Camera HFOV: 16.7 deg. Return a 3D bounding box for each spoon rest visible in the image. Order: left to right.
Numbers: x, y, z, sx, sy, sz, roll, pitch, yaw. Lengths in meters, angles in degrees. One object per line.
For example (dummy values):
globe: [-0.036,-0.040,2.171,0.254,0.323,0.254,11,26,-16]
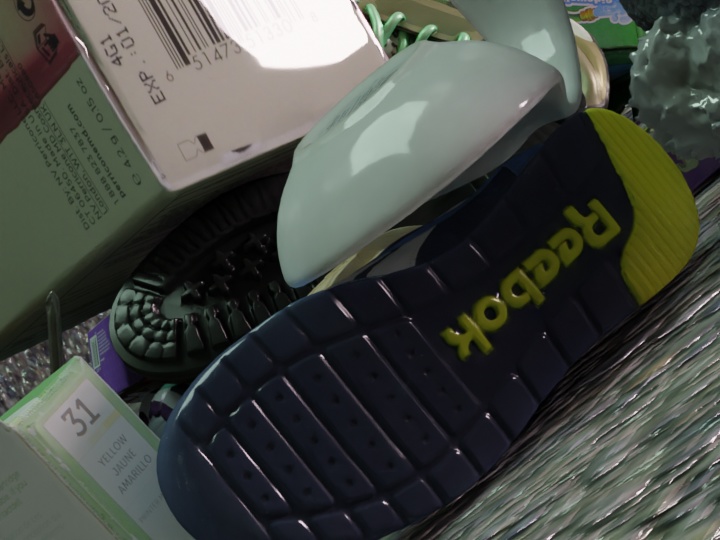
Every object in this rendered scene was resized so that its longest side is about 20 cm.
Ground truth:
spoon rest: [0.031,-0.050,0.765,0.099,0.061,0.200,-36,11,30]

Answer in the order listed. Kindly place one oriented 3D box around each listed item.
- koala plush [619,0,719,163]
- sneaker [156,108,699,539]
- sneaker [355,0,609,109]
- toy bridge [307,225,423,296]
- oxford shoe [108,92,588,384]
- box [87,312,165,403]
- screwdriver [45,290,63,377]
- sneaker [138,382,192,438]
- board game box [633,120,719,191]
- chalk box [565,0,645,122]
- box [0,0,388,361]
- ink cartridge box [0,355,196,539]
koala plush: [0.150,-0.141,0.817,0.178,0.184,0.200,-89,25,-43]
sneaker: [0.017,0.028,0.743,0.200,0.074,0.082,-33,-1,-32]
sneaker: [0.016,-0.086,1.022,0.089,0.200,0.077,0,-71,-45]
toy bridge: [0.016,0.023,0.833,0.027,0.067,0.200,-38,5,42]
oxford shoe: [0.000,0.000,0.928,0.200,0.073,0.084,-24,-34,-16]
box: [-0.037,0.026,1.067,0.137,0.039,0.200,-7,-6,-14]
screwdriver: [-0.113,0.084,0.976,0.028,0.029,0.200,-104,18,-48]
sneaker: [-0.063,0.096,0.963,0.200,0.074,0.088,150,145,-80]
board game box: [0.164,-0.086,0.935,0.200,0.032,0.120,-41,-1,10]
chalk box: [0.113,-0.140,1.100,0.124,0.200,0.125,-8,-3,-14]
box: [-0.101,-0.057,0.973,0.128,0.109,0.200,-27,-5,-40]
ink cartridge box: [-0.133,0.069,0.746,0.145,0.200,0.048,-38,6,40]
